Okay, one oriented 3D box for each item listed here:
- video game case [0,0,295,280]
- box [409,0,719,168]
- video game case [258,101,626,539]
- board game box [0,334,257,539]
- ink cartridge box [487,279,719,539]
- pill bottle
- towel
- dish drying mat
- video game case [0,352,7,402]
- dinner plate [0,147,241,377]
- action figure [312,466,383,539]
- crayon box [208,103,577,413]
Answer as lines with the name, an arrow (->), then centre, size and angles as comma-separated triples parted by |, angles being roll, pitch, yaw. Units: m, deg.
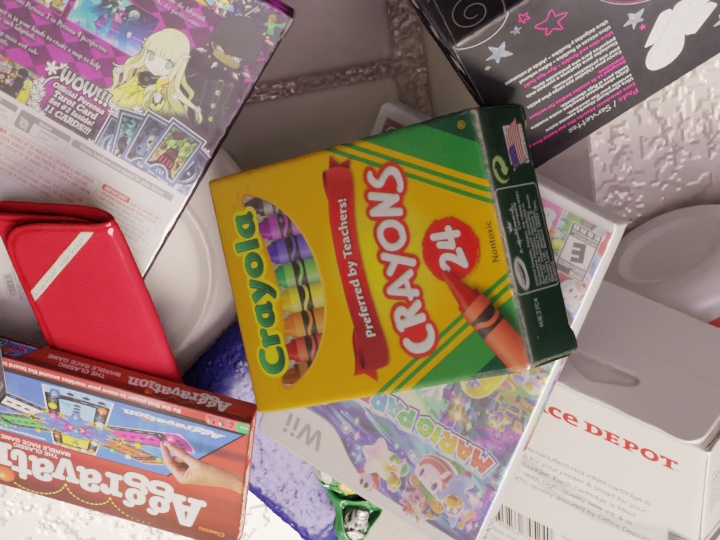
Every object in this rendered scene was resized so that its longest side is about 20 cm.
video game case -> -0.163, -0.108, 0.910 | 0.200, 0.036, 0.182 | 29, 106, -8
box -> 0.124, -0.170, 0.890 | 0.200, 0.132, 0.115 | -32, 139, 3
video game case -> 0.037, 0.032, 0.910 | 0.143, 0.018, 0.201 | 29, 110, 21
board game box -> -0.158, 0.091, 0.970 | 0.199, 0.019, 0.103 | 14, 131, 7
ink cartridge box -> 0.144, 0.107, 0.976 | 0.083, 0.146, 0.200 | -47, 148, -33
pill bottle -> 0.219, 0.068, 1.031 | 0.112, 0.113, 0.200 | -28, 115, 2
towel -> -0.001, 0.054, 1.024 | 0.200, 0.050, 0.148 | -44, 110, 7
dish drying mat -> -0.138, 0.044, 0.950 | 0.076, 0.018, 0.200 | 3, 133, 19
video game case -> -0.267, -0.024, 0.913 | 0.142, 0.019, 0.201 | 2, 112, 12
dinner plate -> -0.150, 0.000, 0.985 | 0.199, 0.024, 0.201 | -3, 113, -8
action figure -> 0.021, 0.067, 0.980 | 0.118, 0.055, 0.201 | 12, 111, -16
crayon box -> 0.000, 0.000, 0.880 | 0.199, 0.051, 0.127 | -13, 90, 35
